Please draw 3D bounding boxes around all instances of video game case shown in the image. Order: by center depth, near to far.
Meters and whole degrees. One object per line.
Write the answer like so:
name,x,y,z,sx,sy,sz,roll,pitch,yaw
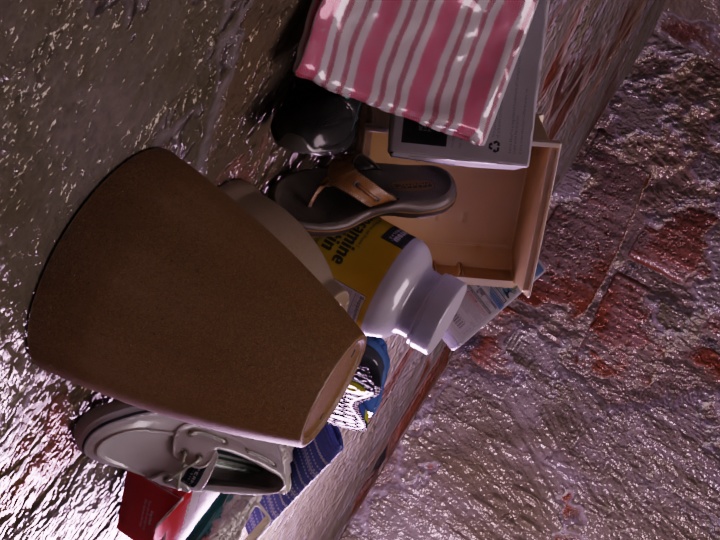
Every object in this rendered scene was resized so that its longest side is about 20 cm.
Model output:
video game case,0.103,-0.032,1.502,0.182,0.200,0.022,-37,177,-37

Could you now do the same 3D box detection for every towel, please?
towel,0.052,-0.201,1.081,0.030,0.200,0.146,30,-78,63
towel,-0.088,0.183,1.383,0.024,0.145,0.200,5,140,-36

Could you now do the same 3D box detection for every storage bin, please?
storage bin,0.090,-0.072,1.364,0.094,0.200,0.199,-96,-169,-60

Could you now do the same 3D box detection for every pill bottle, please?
pill bottle,0.000,0.000,1.272,0.112,0.200,0.112,-57,168,-19

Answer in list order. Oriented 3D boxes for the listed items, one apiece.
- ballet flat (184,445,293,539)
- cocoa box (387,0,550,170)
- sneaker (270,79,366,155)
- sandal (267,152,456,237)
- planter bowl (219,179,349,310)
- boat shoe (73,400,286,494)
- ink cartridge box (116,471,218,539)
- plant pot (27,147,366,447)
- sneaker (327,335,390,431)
ballet flat,-0.113,0.230,1.326,0.200,0.072,0.072,-57,168,-9
cocoa box,0.099,-0.199,1.200,0.131,0.133,0.200,-65,161,-86
sneaker,-0.025,-0.169,1.127,0.200,0.075,0.079,-60,163,-52
sandal,0.006,-0.081,1.232,0.200,0.082,0.055,-5,140,-20
planter bowl,-0.094,0.038,1.127,0.200,0.135,0.200,-57,168,-20
boat shoe,-0.146,0.156,1.102,0.200,0.067,0.074,8,126,-36
ink cartridge box,-0.184,0.210,1.311,0.200,0.067,0.116,-50,165,-45
plant pot,-0.103,0.038,0.932,0.186,0.200,0.186,-58,169,-18
sneaker,-0.006,0.079,1.130,0.200,0.066,0.079,96,13,-69
